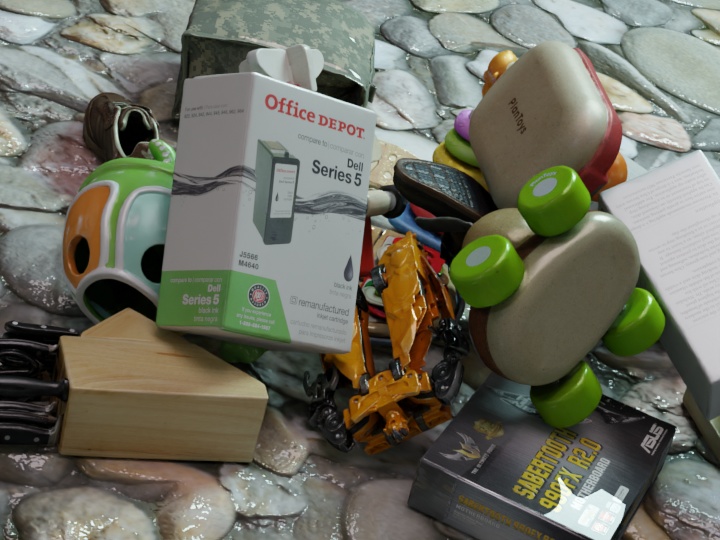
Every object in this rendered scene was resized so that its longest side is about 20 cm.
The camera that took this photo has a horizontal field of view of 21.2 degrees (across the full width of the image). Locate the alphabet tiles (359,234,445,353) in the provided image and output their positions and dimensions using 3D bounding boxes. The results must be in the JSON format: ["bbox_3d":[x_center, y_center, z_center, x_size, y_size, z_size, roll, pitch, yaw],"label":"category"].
[{"bbox_3d":[0.003,0.013,1.743,0.165,0.006,0.200,13,30,-3],"label":"alphabet tiles"}]

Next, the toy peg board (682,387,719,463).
[{"bbox_3d":[0.410,0.134,1.638,0.198,0.098,0.200,4,32,-19],"label":"toy peg board"}]

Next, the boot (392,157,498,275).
[{"bbox_3d":[0.091,-0.022,1.680,0.199,0.097,0.075,26,26,-27],"label":"boot"}]

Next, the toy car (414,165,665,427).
[{"bbox_3d":[0.119,0.008,1.571,0.158,0.165,0.200,-45,30,-17],"label":"toy car"}]

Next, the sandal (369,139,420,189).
[{"bbox_3d":[-0.032,-0.125,1.870,0.210,0.070,0.078,13,63,-8],"label":"sandal"}]

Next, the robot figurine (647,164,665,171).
[{"bbox_3d":[0.306,-0.020,1.827,0.124,0.150,0.200,34,22,-24],"label":"robot figurine"}]

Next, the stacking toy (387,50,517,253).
[{"bbox_3d":[0.115,-0.113,1.811,0.109,0.201,0.116,28,28,22],"label":"stacking toy"}]

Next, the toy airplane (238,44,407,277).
[{"bbox_3d":[-0.063,-0.099,1.695,0.200,0.141,0.200,36,37,-25],"label":"toy airplane"}]

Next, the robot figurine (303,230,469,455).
[{"bbox_3d":[0.022,0.064,1.559,0.144,0.058,0.201,-26,43,15],"label":"robot figurine"}]

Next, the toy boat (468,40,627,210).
[{"bbox_3d":[0.181,-0.107,1.687,0.130,0.130,0.201,34,23,-29],"label":"toy boat"}]

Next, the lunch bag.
[{"bbox_3d":[-0.081,-0.212,1.974,0.198,0.118,0.164,9,30,-2],"label":"lunch bag"}]

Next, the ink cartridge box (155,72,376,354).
[{"bbox_3d":[-0.073,-0.043,1.520,0.084,0.202,0.145,0,-9,44],"label":"ink cartridge box"}]

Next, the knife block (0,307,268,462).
[{"bbox_3d":[-0.194,0.103,1.445,0.199,0.064,0.175,28,33,20],"label":"knife block"}]

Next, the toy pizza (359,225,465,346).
[{"bbox_3d":[0.000,0.000,1.725,0.199,0.032,0.201,12,30,-7],"label":"toy pizza"}]

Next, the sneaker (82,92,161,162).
[{"bbox_3d":[-0.213,-0.130,1.813,0.070,0.076,0.200,1,33,-22],"label":"sneaker"}]

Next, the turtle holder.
[{"bbox_3d":[-0.165,0.002,1.581,0.140,0.186,0.132,-13,36,26],"label":"turtle holder"}]

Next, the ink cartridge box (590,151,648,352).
[{"bbox_3d":[0.216,-0.037,1.779,0.068,0.115,0.201,31,32,-24],"label":"ink cartridge box"}]

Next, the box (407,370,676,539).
[{"bbox_3d":[0.148,0.154,1.532,0.158,0.049,0.200,25,31,15],"label":"box"}]

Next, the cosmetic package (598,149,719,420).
[{"bbox_3d":[0.284,0.010,1.596,0.101,0.071,0.201,-22,60,-7],"label":"cosmetic package"}]
